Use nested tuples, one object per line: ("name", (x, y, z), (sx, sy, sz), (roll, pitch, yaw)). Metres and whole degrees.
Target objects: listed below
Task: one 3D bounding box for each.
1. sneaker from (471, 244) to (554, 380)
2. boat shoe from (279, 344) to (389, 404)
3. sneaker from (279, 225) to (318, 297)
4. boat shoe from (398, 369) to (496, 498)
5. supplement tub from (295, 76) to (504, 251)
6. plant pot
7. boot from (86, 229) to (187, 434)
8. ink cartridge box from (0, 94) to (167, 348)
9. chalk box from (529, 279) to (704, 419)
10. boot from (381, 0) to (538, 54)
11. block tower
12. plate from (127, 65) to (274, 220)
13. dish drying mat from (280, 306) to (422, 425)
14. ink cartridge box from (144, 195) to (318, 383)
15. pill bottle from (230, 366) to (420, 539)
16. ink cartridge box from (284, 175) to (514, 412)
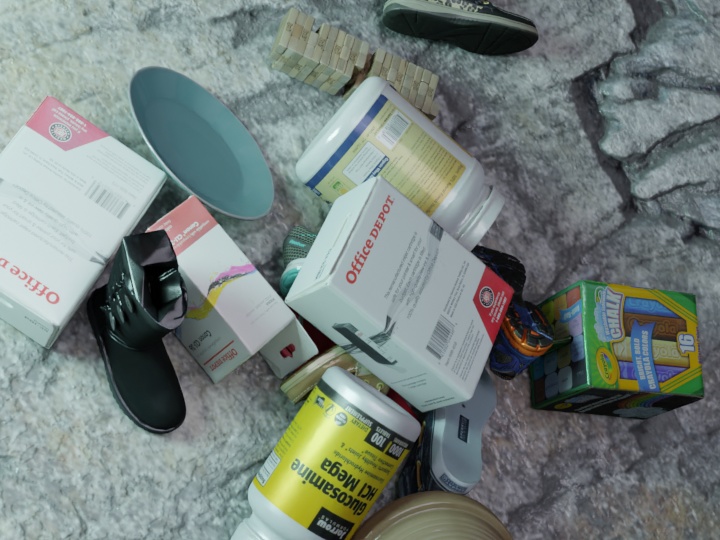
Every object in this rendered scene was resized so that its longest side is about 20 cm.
("sneaker", (0.144, 0.040, 1.523), (0.075, 0.079, 0.200), (17, 32, -23))
("boat shoe", (0.010, 0.102, 1.446), (0.199, 0.074, 0.067), (-21, 79, -30))
("sneaker", (0.000, 0.000, 1.498), (0.199, 0.078, 0.091), (17, 40, -32))
("boat shoe", (0.087, 0.179, 1.483), (0.071, 0.091, 0.201), (34, 35, -11))
("supplement tub", (0.044, -0.098, 1.509), (0.200, 0.144, 0.145), (40, 61, -7))
("plant pot", (0.077, 0.326, 1.360), (0.200, 0.093, 0.202), (-4, 103, -17))
("boot", (-0.195, 0.063, 1.311), (0.066, 0.200, 0.165), (-28, 85, -29))
("ink cartridge box", (-0.308, -0.048, 1.363), (0.146, 0.083, 0.200), (34, 62, -7))
("chalk box", (0.266, 0.089, 1.559), (0.199, 0.125, 0.125), (8, 70, -23))
("boot", (0.121, -0.350, 1.673), (0.203, 0.073, 0.154), (8, 67, -22))
("block tower", (-0.005, -0.227, 1.583), (0.199, 0.054, 0.058), (24, 65, -16))
("plate", (-0.170, -0.128, 1.446), (0.200, 0.026, 0.201), (39, 27, -24))
("dish drying mat", (-0.020, 0.112, 1.480), (0.077, 0.018, 0.200), (-41, 92, -31))
("ink cartridge box", (-0.143, 0.037, 1.392), (0.067, 0.116, 0.200), (-41, 92, -31))
("pill bottle", (-0.038, 0.204, 1.355), (0.112, 0.112, 0.200), (33, 90, -11))
("ink cartridge box", (0.041, 0.025, 1.400), (0.200, 0.084, 0.145), (40, 55, -21))
